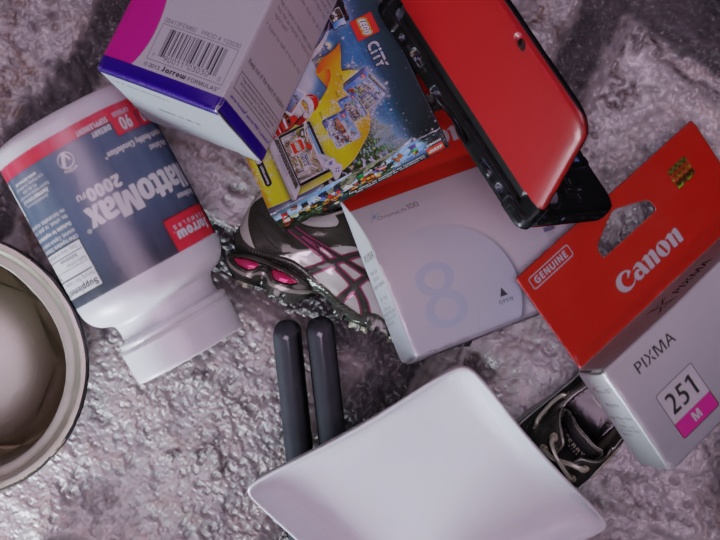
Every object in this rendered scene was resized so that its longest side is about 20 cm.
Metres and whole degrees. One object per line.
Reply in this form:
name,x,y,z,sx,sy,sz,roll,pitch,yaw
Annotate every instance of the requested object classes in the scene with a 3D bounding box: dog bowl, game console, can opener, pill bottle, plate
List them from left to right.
dog bowl,-0.300,0.067,1.295,0.198,0.074,0.202,0,96,2
pill bottle,-0.172,-0.026,1.254,0.119,0.120,0.201,-29,94,5
can opener,-0.035,0.139,1.296,0.053,0.067,0.202,-5,104,4
plate,0.050,0.167,1.255,0.199,0.032,0.200,-31,123,20
game console,0.112,-0.142,1.167,0.119,0.172,0.201,-43,68,33

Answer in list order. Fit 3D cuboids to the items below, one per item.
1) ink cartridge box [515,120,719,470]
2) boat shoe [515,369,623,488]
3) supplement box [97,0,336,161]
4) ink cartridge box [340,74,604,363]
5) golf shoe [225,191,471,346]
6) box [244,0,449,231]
ink cartridge box,0.236,0.015,1.239,0.200,0.043,0.174,-40,104,-19
boat shoe,0.158,0.126,1.291,0.071,0.064,0.200,40,97,-3
supplement box,-0.084,-0.196,1.187,0.101,0.103,0.201,21,80,20
ink cartridge box,0.071,-0.052,1.244,0.159,0.047,0.202,-20,87,-16
golf shoe,0.000,0.000,1.277,0.198,0.077,0.089,21,92,-1
box,-0.037,-0.148,1.236,0.136,0.038,0.201,-26,68,5
